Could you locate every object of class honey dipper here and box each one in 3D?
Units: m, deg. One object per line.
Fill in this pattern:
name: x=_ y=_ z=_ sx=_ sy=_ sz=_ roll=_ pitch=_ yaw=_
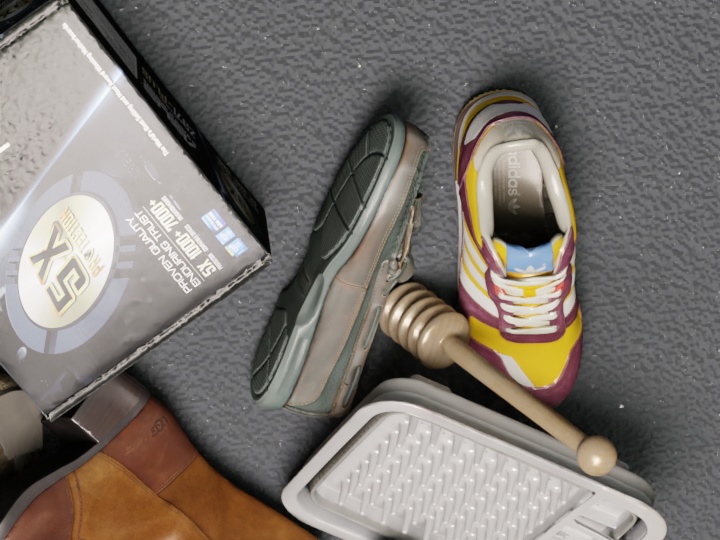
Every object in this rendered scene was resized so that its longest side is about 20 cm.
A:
honey dipper: x=0.079 y=0.066 z=1.604 sx=0.038 sy=0.200 sz=0.038 roll=-18 pitch=125 yaw=-27

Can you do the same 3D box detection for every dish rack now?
dish rack: x=0.069 y=0.130 z=1.673 sx=0.200 sy=0.044 sz=0.172 roll=23 pitch=146 yaw=-13

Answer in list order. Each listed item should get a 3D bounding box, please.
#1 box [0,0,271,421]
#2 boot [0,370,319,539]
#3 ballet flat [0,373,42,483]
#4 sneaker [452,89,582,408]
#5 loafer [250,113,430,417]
box: x=-0.173 y=-0.046 z=1.595 sx=0.164 sy=0.086 sz=0.200 roll=-34 pitch=110 yaw=8
boot: x=-0.136 y=0.182 z=1.658 sx=0.200 sy=0.068 sz=0.188 roll=45 pitch=63 yaw=-21
ballet flat: x=-0.221 y=0.152 z=1.689 sx=0.067 sy=0.046 sz=0.201 roll=-19 pitch=122 yaw=-37
sneaker: x=0.092 y=0.000 z=1.635 sx=0.075 sy=0.090 sz=0.201 roll=-12 pitch=111 yaw=-1
loafer: x=0.000 y=0.000 z=1.642 sx=0.063 sy=0.072 sz=0.200 roll=18 pitch=116 yaw=-19
